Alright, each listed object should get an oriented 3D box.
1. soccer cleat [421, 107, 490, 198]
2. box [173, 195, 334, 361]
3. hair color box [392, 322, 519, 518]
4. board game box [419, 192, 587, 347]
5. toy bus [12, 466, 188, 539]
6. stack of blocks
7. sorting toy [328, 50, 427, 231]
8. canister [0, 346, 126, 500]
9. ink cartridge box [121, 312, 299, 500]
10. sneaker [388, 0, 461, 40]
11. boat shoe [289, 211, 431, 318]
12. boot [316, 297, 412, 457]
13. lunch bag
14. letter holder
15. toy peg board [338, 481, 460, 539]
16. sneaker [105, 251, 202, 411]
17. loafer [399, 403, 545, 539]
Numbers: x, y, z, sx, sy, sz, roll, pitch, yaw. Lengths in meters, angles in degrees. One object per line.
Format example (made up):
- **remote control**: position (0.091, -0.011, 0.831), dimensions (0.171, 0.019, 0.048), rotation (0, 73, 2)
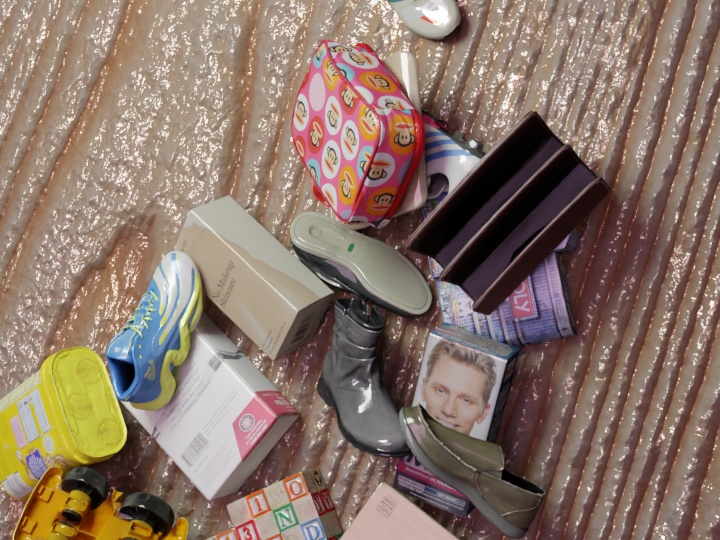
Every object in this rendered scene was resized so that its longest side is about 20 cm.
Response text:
- **soccer cleat**: position (0.080, -0.138, 1.274), dimensions (0.087, 0.069, 0.200), rotation (-59, 38, 9)
- **box**: position (-0.139, 0.007, 1.362), dimensions (0.200, 0.077, 0.096), rotation (41, 126, 19)
- **hair color box**: position (0.110, 0.174, 1.257), dimensions (0.099, 0.060, 0.203), rotation (18, 106, 20)
- **board game box**: position (0.184, -0.013, 1.267), dimensions (0.198, 0.062, 0.203), rotation (-13, 81, 20)
- **toy bus**: position (-0.339, 0.364, 1.369), dimensions (0.198, 0.137, 0.193), rotation (25, 139, -5)
- **stack of blocks**: position (-0.125, 0.342, 1.357), dimensions (0.198, 0.058, 0.116), rotation (-27, 77, 17)
- **sorting toy**: position (0.019, -0.150, 1.309), dimensions (0.199, 0.036, 0.188), rotation (-13, 79, 59)
- **canister**: position (-0.411, 0.207, 1.428), dimensions (0.199, 0.086, 0.150), rotation (-32, 75, 37)
- **ink cartridge box**: position (-0.199, 0.170, 1.384), dimensions (0.200, 0.085, 0.146), rotation (43, 101, 17)
- **sneaker**: position (0.046, -0.369, 1.327), dimensions (0.070, 0.093, 0.201), rotation (-38, 74, 14)
- **boat shoe**: position (0.000, 0.000, 1.341), dimensions (0.199, 0.068, 0.072), rotation (30, 57, 11)
- **boot**: position (0.007, 0.120, 1.261), dimensions (0.200, 0.069, 0.133), rotation (39, 124, 50)
- **lunch bag**: position (-0.013, -0.150, 1.248), dimensions (0.201, 0.081, 0.177), rotation (60, 139, 39)
- **letter holder**: position (0.160, -0.060, 1.171), dimensions (0.200, 0.142, 0.101), rotation (-46, 72, 10)
- **toy peg board**: position (0.048, 0.391, 1.274), dimensions (0.199, 0.098, 0.200), rotation (36, 83, 9)
- **sneaker**: position (-0.253, 0.074, 1.312), dimensions (0.075, 0.105, 0.203), rotation (9, 89, 21)
- **loafer**: position (0.125, 0.209, 1.190), dimensions (0.200, 0.075, 0.070), rotation (41, 102, -10)
